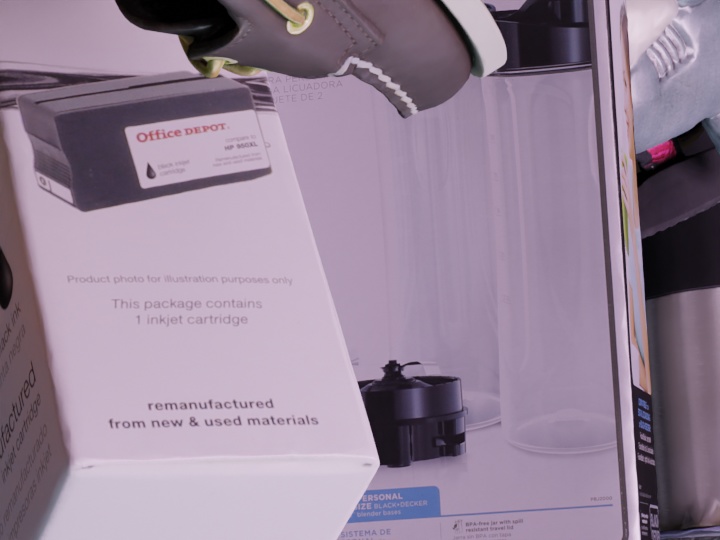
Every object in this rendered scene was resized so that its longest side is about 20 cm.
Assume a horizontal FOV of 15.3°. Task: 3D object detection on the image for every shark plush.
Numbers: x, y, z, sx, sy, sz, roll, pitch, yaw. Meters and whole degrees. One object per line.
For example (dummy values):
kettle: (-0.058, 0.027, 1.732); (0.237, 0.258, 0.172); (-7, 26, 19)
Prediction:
shark plush: (0.117, -0.065, 0.875); (0.091, 0.084, 0.199); (-11, 170, 43)

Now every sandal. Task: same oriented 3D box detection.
sandal: (0.075, -0.030, 0.891); (0.200, 0.045, 0.075); (-22, -173, -43)

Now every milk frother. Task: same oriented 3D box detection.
milk frother: (0.228, 0.021, 1.217); (0.180, 0.189, 0.200); (0, 172, -34)

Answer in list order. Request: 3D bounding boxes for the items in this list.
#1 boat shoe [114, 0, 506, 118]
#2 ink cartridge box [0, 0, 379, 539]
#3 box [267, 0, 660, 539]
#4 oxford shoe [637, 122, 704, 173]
boat shoe: (-0.031, -0.077, 0.557); (0.061, 0.072, 0.201); (-46, 147, 2)
ink cartridge box: (-0.076, 0.010, 0.731); (0.084, 0.201, 0.145); (1, 142, -23)
box: (0.021, -0.013, 0.766); (0.116, 0.201, 0.060); (-4, 172, 12)
oxford shoe: (0.056, -0.070, 0.927); (0.084, 0.073, 0.200); (-29, 162, 33)
